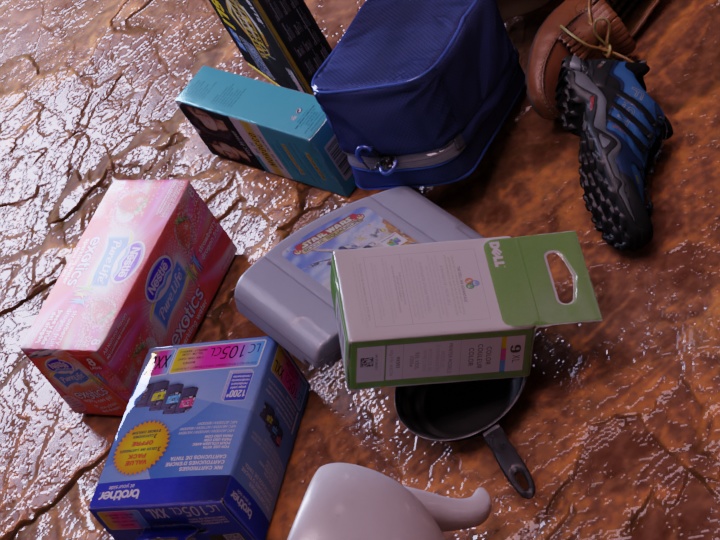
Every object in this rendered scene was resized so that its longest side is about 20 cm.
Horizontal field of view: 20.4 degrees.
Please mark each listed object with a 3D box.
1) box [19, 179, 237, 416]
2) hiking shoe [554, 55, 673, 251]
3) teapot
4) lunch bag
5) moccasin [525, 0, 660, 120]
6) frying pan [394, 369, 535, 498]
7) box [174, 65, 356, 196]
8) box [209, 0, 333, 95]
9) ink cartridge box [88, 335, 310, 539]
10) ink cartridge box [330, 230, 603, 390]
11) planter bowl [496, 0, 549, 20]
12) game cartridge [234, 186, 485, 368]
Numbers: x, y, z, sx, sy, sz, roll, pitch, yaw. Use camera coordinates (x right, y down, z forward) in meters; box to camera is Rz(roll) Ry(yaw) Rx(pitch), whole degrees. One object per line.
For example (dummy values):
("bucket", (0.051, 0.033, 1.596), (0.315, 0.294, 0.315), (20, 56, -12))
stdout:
("box", (-0.206, 0.023, 1.810), (0.094, 0.103, 0.200), (0, 50, 34))
("hiking shoe", (0.224, -0.106, 1.670), (0.086, 0.075, 0.201), (-7, 55, -7))
("teapot", (0.008, 0.243, 1.416), (0.146, 0.197, 0.201), (21, 93, 4))
("lunch bag", (0.057, -0.157, 1.787), (0.135, 0.133, 0.200), (-1, 41, 36))
("moccasin", (0.216, -0.212, 1.788), (0.078, 0.074, 0.201), (7, 45, 48))
("frying pan", (0.106, 0.105, 1.574), (0.115, 0.031, 0.190), (-47, 45, -15))
("box", (-0.082, -0.133, 1.896), (0.200, 0.082, 0.049), (19, 63, 44))
("box", (-0.100, -0.257, 1.939), (0.049, 0.200, 0.160), (-39, 40, -8))
("ink cartridge box", (-0.134, 0.158, 1.651), (0.136, 0.076, 0.201), (-7, 48, 28))
("ink cartridge box", (0.081, 0.031, 1.579), (0.199, 0.059, 0.104), (-5, 44, -5))
("planter bowl", (0.115, -0.311, 1.876), (0.199, 0.135, 0.200), (-12, 24, 6))
("game cartridge", (0.000, 0.000, 1.688), (0.200, 0.042, 0.133), (-30, 49, -27))
